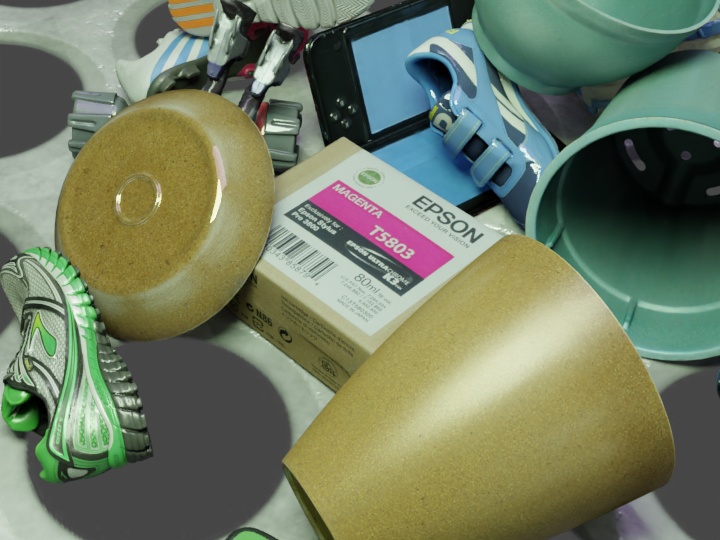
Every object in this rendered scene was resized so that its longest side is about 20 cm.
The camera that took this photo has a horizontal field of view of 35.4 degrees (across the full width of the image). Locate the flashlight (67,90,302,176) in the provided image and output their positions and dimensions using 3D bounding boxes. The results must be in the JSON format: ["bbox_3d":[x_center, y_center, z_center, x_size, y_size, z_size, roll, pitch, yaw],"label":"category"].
[{"bbox_3d":[-0.151,-0.124,0.982,0.198,0.068,0.068,7,78,-4],"label":"flashlight"}]

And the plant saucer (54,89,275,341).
[{"bbox_3d":[-0.159,-0.049,0.848,0.199,0.035,0.202,-7,72,24],"label":"plant saucer"}]

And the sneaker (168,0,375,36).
[{"bbox_3d":[-0.072,-0.275,1.029,0.198,0.078,0.112,0,39,16],"label":"sneaker"}]

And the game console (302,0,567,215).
[{"bbox_3d":[0.073,-0.149,0.999,0.199,0.173,0.118,-26,25,-28],"label":"game console"}]

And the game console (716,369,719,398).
[{"bbox_3d":[0.361,0.092,0.730,0.199,0.171,0.118,-35,27,-8],"label":"game console"}]

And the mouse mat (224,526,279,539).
[{"bbox_3d":[-0.032,0.248,0.657,0.199,0.008,0.161,24,48,18],"label":"mouse mat"}]

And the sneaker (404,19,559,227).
[{"bbox_3d":[0.103,-0.115,0.951,0.082,0.074,0.201,-17,71,-30],"label":"sneaker"}]

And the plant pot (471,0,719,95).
[{"bbox_3d":[0.171,-0.228,0.917,0.199,0.134,0.202,12,56,-18],"label":"plant pot"}]

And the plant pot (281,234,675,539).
[{"bbox_3d":[0.058,0.106,0.704,0.199,0.187,0.187,-30,52,-14],"label":"plant pot"}]

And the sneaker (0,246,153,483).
[{"bbox_3d":[-0.217,0.060,0.787,0.085,0.078,0.200,-19,49,-21],"label":"sneaker"}]

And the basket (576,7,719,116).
[{"bbox_3d":[0.261,-0.256,1.053,0.175,0.201,0.140,-7,45,-10],"label":"basket"}]

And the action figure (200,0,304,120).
[{"bbox_3d":[-0.119,-0.116,0.921,0.129,0.201,0.069,22,4,-5],"label":"action figure"}]

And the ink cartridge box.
[{"bbox_3d":[0.000,0.000,0.866,0.199,0.075,0.164,34,52,28],"label":"ink cartridge box"}]

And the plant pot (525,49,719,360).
[{"bbox_3d":[0.250,-0.067,0.883,0.199,0.201,0.196,18,37,14],"label":"plant pot"}]

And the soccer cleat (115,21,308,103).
[{"bbox_3d":[-0.142,-0.212,1.077,0.199,0.070,0.086,-31,53,-31],"label":"soccer cleat"}]
